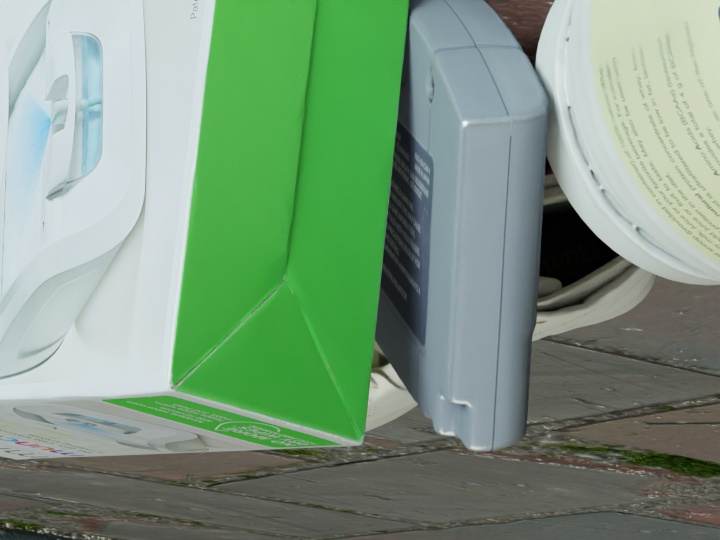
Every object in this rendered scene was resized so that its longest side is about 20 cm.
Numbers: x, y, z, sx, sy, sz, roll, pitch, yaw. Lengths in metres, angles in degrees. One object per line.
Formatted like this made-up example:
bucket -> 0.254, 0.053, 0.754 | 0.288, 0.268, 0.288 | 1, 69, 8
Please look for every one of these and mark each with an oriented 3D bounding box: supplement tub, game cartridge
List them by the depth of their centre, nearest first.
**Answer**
supplement tub -> 0.152, -0.072, 0.658 | 0.145, 0.146, 0.200 | 11, 166, -23
game cartridge -> 0.024, -0.034, 0.793 | 0.041, 0.134, 0.200 | -6, -160, -11

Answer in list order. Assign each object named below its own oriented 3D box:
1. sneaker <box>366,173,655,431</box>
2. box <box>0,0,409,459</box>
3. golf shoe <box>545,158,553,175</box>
sneaker -> 0.033, 0.010, 0.923 | 0.199, 0.074, 0.116 | -23, 169, -3
box -> -0.080, -0.042, 0.758 | 0.176, 0.201, 0.097 | -5, 163, 41
golf shoe -> 0.014, -0.049, 1.004 | 0.199, 0.076, 0.092 | 0, 155, -1
